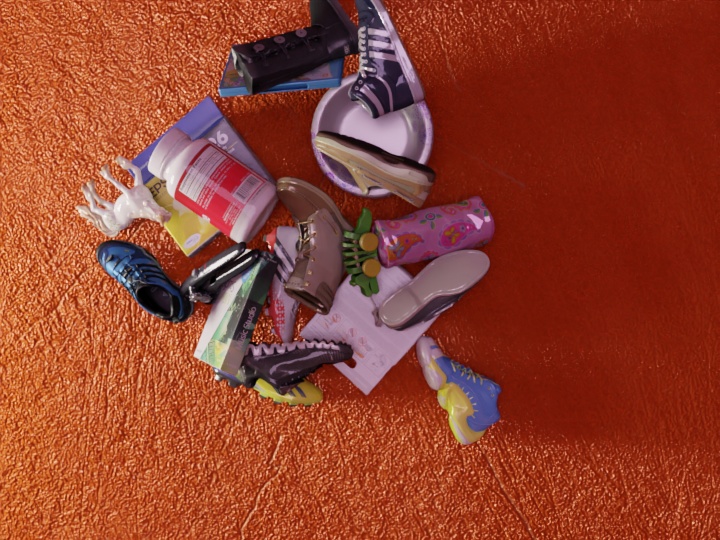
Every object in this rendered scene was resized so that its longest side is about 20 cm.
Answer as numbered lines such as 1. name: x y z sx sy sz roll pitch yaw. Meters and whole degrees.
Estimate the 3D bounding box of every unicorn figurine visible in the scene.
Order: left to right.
1. unicorn figurine: -0.392 -0.115 1.453 0.138 0.199 0.074 52 50 -10

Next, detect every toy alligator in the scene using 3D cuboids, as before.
1. toy alligator: 0.000 0.000 1.404 0.054 0.059 0.202 -9 103 -17

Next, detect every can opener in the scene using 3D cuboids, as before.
1. can opener: -0.235 0.000 1.414 0.063 0.200 0.079 14 62 -32

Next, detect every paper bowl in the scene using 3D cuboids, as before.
1. paper bowl: 0.021 -0.220 1.428 0.198 0.104 0.203 0 92 3

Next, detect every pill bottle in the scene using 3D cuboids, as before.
1. pill bottle: -0.240 -0.141 1.404 0.199 0.112 0.113 35 94 2

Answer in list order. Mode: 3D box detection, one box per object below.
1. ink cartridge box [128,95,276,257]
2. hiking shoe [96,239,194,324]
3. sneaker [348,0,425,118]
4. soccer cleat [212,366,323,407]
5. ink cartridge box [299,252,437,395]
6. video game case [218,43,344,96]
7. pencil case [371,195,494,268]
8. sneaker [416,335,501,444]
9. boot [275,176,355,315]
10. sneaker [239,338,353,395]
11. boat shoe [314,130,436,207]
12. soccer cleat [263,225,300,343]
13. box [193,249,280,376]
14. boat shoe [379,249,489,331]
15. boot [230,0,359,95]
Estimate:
1. ink cartridge box: -0.277 -0.162 1.481 0.197 0.047 0.201 -39 91 5
2. hiking shoe: -0.370 0.014 1.470 0.199 0.087 0.075 36 94 2
3. sneaker: 0.012 -0.334 1.335 0.108 0.070 0.201 -27 95 0
4. soccer cleat: -0.154 0.173 1.471 0.198 0.065 0.085 18 92 4
5. ink cartridge box: 0.020 0.083 1.468 0.161 0.050 0.200 41 97 2
6. video game case: -0.125 -0.339 1.423 0.198 0.144 0.018 -3 133 8
7. pencil case: 0.120 -0.064 1.417 0.198 0.087 0.088 -15 91 -10
8. sneaker: 0.171 0.185 1.450 0.104 0.076 0.201 -26 101 -6
9. boot: -0.087 -0.039 1.391 0.200 0.072 0.156 45 59 -35
10. sneaker: -0.109 0.159 1.419 0.198 0.066 0.092 -3 84 3
11. boat shoe: 0.014 -0.154 1.350 0.198 0.072 0.077 23 110 5
12. soccer cleat: -0.116 0.024 1.464 0.084 0.069 0.202 -4 87 8
13. box: -0.205 0.063 1.419 0.036 0.144 0.202 22 83 -27
14. boat shoe: 0.124 0.035 1.412 0.199 0.062 0.073 -32 60 1
15. boot: -0.117 -0.373 1.398 0.199 0.066 0.165 -25 48 -10
